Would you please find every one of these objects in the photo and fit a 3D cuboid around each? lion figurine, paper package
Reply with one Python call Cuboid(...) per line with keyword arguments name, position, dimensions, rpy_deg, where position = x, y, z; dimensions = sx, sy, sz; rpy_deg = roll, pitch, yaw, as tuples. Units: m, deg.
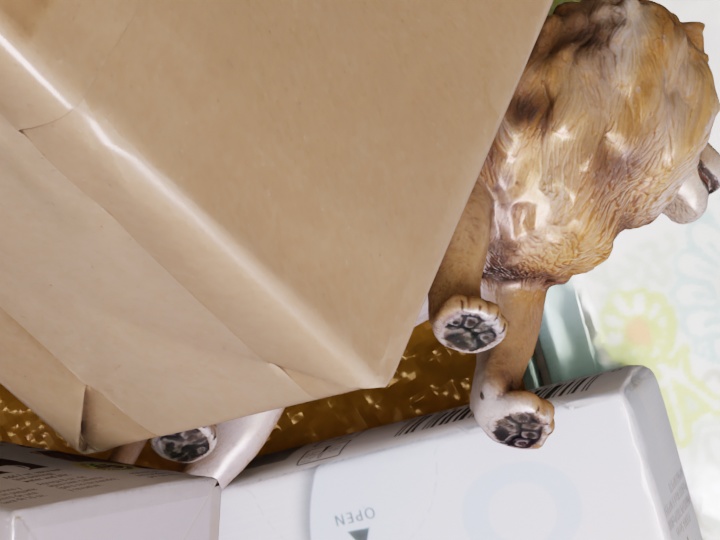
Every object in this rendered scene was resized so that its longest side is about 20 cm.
Cuboid(name="lion figurine", position=(0.000, 0.000, 0.738), dimensions=(0.200, 0.123, 0.073), rpy_deg=(-18, 131, 21))
Cuboid(name="paper package", position=(-0.052, -0.090, 0.665), dimensions=(0.191, 0.103, 0.200), rpy_deg=(44, 52, -28))

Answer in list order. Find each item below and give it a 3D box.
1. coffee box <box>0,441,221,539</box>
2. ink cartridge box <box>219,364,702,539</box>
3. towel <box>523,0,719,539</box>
Cuboid(name="coffee box", position=(-0.138, 0.096, 0.718), dimensions=(0.200, 0.080, 0.113), rpy_deg=(8, 97, 34))
Cuboid(name="ink cartridge box", position=(0.027, 0.140, 0.774), dimensions=(0.160, 0.047, 0.201), rpy_deg=(-15, 93, 18))
Cuboid(name="towel", position=(0.123, -0.009, 0.802), dimensions=(0.171, 0.048, 0.201), rpy_deg=(-16, 94, -6))
